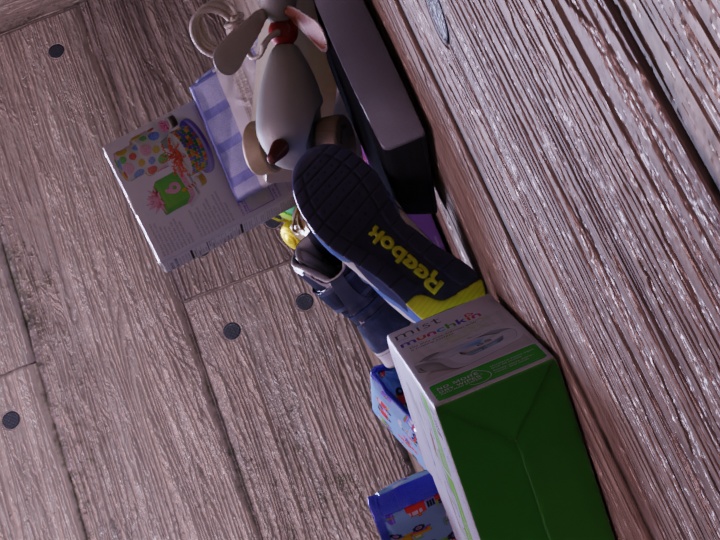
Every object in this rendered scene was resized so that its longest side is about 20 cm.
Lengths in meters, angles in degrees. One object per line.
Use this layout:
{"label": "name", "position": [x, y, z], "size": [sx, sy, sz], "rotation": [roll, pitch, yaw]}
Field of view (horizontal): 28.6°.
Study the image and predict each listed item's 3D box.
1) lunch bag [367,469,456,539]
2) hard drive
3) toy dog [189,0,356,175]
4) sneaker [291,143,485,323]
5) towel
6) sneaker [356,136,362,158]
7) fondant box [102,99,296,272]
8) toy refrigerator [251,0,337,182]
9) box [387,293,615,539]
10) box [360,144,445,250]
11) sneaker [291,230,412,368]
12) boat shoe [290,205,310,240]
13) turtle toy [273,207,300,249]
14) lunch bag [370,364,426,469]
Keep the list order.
{"label": "lunch bag", "position": [0.084, 0.199, 1.225], "size": [0.200, 0.149, 0.095], "rotation": [79, 169, -70]}
{"label": "hard drive", "position": [0.010, -0.153, 1.201], "size": [0.135, 0.042, 0.202], "rotation": [75, 173, -61]}
{"label": "toy dog", "position": [-0.074, -0.166, 1.215], "size": [0.202, 0.131, 0.096], "rotation": [61, -159, -4]}
{"label": "sneaker", "position": [0.018, -0.020, 1.173], "size": [0.200, 0.074, 0.082], "rotation": [47, 176, 8]}
{"label": "towel", "position": [-0.081, -0.176, 1.456], "size": [0.024, 0.199, 0.148], "rotation": [-11, -104, -57]}
{"label": "sneaker", "position": [-0.038, -0.184, 1.534], "size": [0.200, 0.081, 0.089], "rotation": [54, 166, 43]}
{"label": "fondant box", "position": [-0.159, -0.110, 1.536], "size": [0.145, 0.198, 0.058], "rotation": [61, 172, 8]}
{"label": "toy refrigerator", "position": [-0.058, -0.190, 1.341], "size": [0.076, 0.069, 0.202], "rotation": [-117, 29, -51]}
{"label": "box", "position": [0.104, 0.144, 1.037], "size": [0.177, 0.096, 0.202], "rotation": [-125, 15, -75]}
{"label": "box", "position": [0.056, -0.014, 1.329], "size": [0.137, 0.039, 0.202], "rotation": [77, 171, -73]}
{"label": "sneaker", "position": [0.001, -0.001, 1.444], "size": [0.146, 0.077, 0.203], "rotation": [45, -167, -14]}
{"label": "boat shoe", "position": [-0.042, -0.051, 1.520], "size": [0.200, 0.066, 0.075], "rotation": [82, -160, -77]}
{"label": "turtle toy", "position": [-0.070, -0.132, 1.649], "size": [0.200, 0.146, 0.101], "rotation": [46, 150, -3]}
{"label": "lunch bag", "position": [0.097, 0.185, 1.467], "size": [0.201, 0.093, 0.151], "rotation": [58, 171, 17]}
